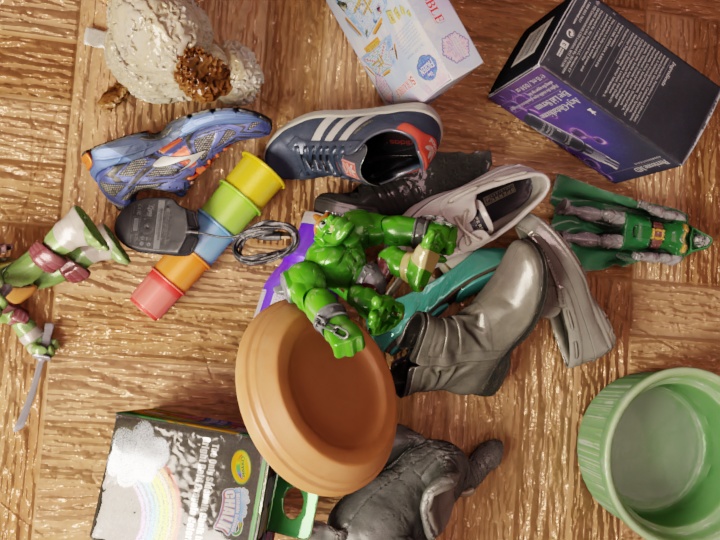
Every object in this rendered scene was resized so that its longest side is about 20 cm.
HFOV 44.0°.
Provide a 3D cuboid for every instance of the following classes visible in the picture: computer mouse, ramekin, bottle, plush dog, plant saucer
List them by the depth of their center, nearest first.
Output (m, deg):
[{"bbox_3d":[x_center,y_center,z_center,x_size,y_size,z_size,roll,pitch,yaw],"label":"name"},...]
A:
[{"bbox_3d":[-0.031,0.117,0.869,0.200,0.037,0.200,25,51,-36],"label":"plant saucer"},{"bbox_3d":[-0.202,-0.229,0.885,0.160,0.172,0.200,-40,97,-11],"label":"plush dog"},{"bbox_3d":[-0.155,-0.037,0.899,0.200,0.034,0.059,8,86,13],"label":"computer mouse"},{"bbox_3d":[-0.067,0.038,0.957,0.083,0.065,0.200,18,83,-18],"label":"bottle"},{"bbox_3d":[0.349,0.209,1.025,0.200,0.098,0.200,1,87,-13],"label":"ramekin"}]

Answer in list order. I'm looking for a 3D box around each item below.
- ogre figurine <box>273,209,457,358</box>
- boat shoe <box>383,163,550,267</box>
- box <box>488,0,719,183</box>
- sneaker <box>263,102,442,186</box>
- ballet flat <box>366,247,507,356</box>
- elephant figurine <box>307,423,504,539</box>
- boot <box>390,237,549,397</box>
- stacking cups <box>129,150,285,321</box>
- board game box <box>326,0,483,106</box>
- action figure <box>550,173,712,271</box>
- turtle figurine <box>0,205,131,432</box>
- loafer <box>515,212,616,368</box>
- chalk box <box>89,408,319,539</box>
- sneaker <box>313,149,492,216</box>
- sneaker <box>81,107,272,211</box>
[{"bbox_3d":[0.000,0.000,0.873,0.120,0.098,0.200,22,66,26],"label":"ogre figurine"},{"bbox_3d":[0.118,-0.054,0.959,0.200,0.066,0.072,-26,105,-18],"label":"boat shoe"},{"bbox_3d":[0.271,-0.199,1.003,0.200,0.148,0.104,32,81,-9],"label":"box"},{"bbox_3d":[-0.015,-0.120,0.928,0.200,0.085,0.075,-10,130,21],"label":"sneaker"},{"bbox_3d":[0.088,0.014,0.996,0.200,0.067,0.070,-34,78,-14],"label":"ballet flat"},{"bbox_3d":[0.057,0.230,0.945,0.141,0.155,0.200,36,81,4],"label":"elephant figurine"},{"bbox_3d":[0.114,0.055,0.948,0.130,0.068,0.200,6,115,-31],"label":"boot"},{"bbox_3d":[-0.163,-0.033,0.941,0.060,0.061,0.200,40,80,-8],"label":"stacking cups"},{"bbox_3d":[0.030,-0.267,0.926,0.041,0.200,0.200,-31,95,-13],"label":"board game box"},{"bbox_3d":[0.325,-0.046,1.057,0.200,0.055,0.118,6,91,-13],"label":"action figure"},{"bbox_3d":[-0.312,0.042,0.857,0.194,0.200,0.144,-36,134,-2],"label":"turtle figurine"},{"bbox_3d":[0.222,0.026,1.006,0.070,0.070,0.200,-33,110,-3],"label":"loafer"},{"bbox_3d":[-0.139,0.214,0.876,0.200,0.124,0.125,10,84,5],"label":"chalk box"},{"bbox_3d":[0.048,-0.099,0.995,0.199,0.060,0.104,7,89,-18],"label":"sneaker"},{"bbox_3d":[-0.185,-0.120,0.937,0.200,0.075,0.079,-18,102,3],"label":"sneaker"}]
